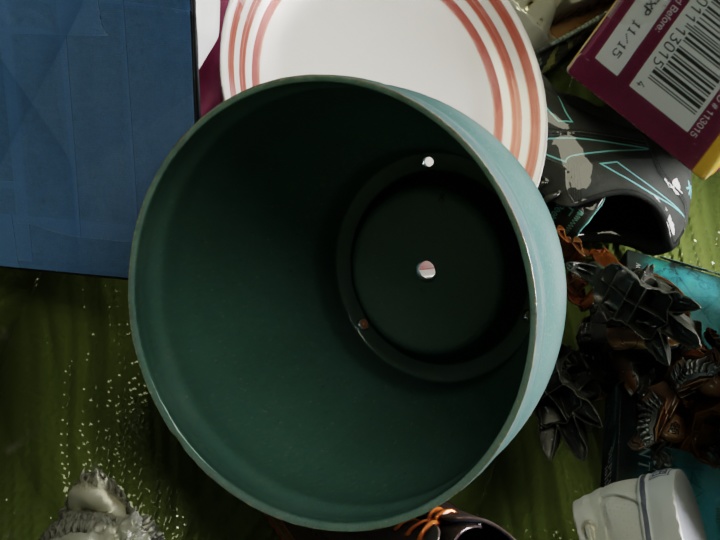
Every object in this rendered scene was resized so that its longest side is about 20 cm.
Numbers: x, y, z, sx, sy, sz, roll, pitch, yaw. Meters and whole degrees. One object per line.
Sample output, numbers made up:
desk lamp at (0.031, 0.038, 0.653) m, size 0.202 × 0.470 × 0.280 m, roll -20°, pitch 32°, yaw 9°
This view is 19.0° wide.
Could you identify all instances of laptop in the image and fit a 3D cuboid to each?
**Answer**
laptop at (-0.183, -0.049, 0.965) m, size 0.116 × 0.188 × 0.200 m, roll 29°, pitch 44°, yaw 33°

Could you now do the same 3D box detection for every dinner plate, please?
dinner plate at (0.012, -0.092, 1.123) m, size 0.199 × 0.024 × 0.201 m, roll 8°, pitch 75°, yaw -30°

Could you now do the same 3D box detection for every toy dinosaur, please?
toy dinosaur at (0.136, 0.041, 1.093) m, size 0.199 × 0.103 × 0.136 m, roll 26°, pitch 14°, yaw 22°

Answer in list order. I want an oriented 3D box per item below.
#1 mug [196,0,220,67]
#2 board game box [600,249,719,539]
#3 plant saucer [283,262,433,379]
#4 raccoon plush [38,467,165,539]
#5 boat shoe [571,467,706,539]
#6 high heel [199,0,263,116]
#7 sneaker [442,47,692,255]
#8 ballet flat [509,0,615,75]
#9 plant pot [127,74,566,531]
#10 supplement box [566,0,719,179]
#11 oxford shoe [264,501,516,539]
mug at (-0.149, -0.162, 1.052) m, size 0.186 × 0.149 × 0.154 m, roll -6°, pitch 91°, yaw 14°
board game box at (0.196, 0.089, 1.145) m, size 0.135 × 0.028 × 0.201 m, roll 16°, pitch 50°, yaw -9°
plant saucer at (0.000, 0.000, 1.122) m, size 0.199 × 0.037 × 0.201 m, roll 12°, pitch 53°, yaw -16°
raccoon plush at (-0.064, 0.165, 0.971) m, size 0.200 × 0.097 × 0.134 m, roll 20°, pitch 27°, yaw -46°
boat shoe at (0.137, 0.197, 1.017) m, size 0.070 × 0.071 × 0.201 m, roll -15°, pitch 73°, yaw 20°
high heel at (-0.087, -0.146, 1.136) m, size 0.096 × 0.067 × 0.201 m, roll 27°, pitch 71°, yaw -2°
sneaker at (0.097, -0.065, 1.193) m, size 0.199 × 0.075 × 0.080 m, roll 14°, pitch 53°, yaw -11°
ballet flat at (0.110, -0.158, 1.272) m, size 0.200 × 0.071 × 0.069 m, roll -30°, pitch 70°, yaw -36°
plant pot at (0.012, 0.007, 0.992) m, size 0.200 × 0.201 × 0.134 m, roll 44°, pitch 24°, yaw 14°
supplement box at (0.219, -0.145, 1.220) m, size 0.103 × 0.131 × 0.200 m, roll 40°, pitch 24°, yaw 12°
oxford shoe at (0.029, 0.125, 1.008) m, size 0.200 × 0.073 × 0.071 m, roll 33°, pitch 55°, yaw 22°
